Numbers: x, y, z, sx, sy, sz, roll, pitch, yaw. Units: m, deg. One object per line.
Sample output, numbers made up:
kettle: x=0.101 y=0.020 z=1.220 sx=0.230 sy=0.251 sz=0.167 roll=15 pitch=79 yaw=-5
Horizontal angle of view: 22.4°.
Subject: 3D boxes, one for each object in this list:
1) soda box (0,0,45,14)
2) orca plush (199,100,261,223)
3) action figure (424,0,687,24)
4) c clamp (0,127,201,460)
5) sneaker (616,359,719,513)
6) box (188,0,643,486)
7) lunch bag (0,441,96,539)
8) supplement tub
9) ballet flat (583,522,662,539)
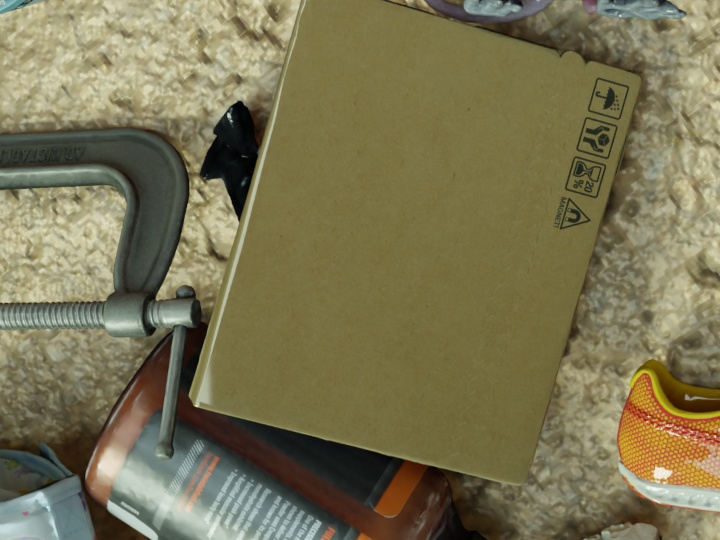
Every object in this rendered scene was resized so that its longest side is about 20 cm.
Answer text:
soda box: x=-0.184 y=-0.225 z=0.856 sx=0.063 sy=0.068 sz=0.200 roll=-29 pitch=96 yaw=24
orca plush: x=0.000 y=0.000 z=0.869 sx=0.105 sy=0.071 sz=0.200 roll=-39 pitch=92 yaw=23
action figure: x=0.107 y=-0.207 z=0.777 sx=0.133 sy=0.149 sz=0.201 roll=4 pitch=90 yaw=-15
c clamp: x=-0.163 y=0.000 z=0.890 sx=0.199 sy=0.027 sz=0.171 roll=4 pitch=64 yaw=21
sneaker: x=0.217 y=0.078 z=0.830 sx=0.199 sy=0.073 sz=0.077 roll=6 pitch=98 yaw=12
box: x=0.026 y=-0.015 z=0.830 sx=0.163 sy=0.021 sz=0.201 roll=15 pitch=96 yaw=-9
lunch bag: x=-0.198 y=0.185 z=0.951 sx=0.199 sy=0.127 sz=0.170 roll=-6 pitch=104 yaw=38
supplement tub: x=-0.029 y=0.117 z=0.896 sx=0.200 sy=0.107 sz=0.107 roll=32 pitch=113 yaw=6
ballet flat: x=0.078 y=0.196 z=0.912 sx=0.072 sy=0.072 sz=0.200 roll=29 pitch=112 yaw=7
